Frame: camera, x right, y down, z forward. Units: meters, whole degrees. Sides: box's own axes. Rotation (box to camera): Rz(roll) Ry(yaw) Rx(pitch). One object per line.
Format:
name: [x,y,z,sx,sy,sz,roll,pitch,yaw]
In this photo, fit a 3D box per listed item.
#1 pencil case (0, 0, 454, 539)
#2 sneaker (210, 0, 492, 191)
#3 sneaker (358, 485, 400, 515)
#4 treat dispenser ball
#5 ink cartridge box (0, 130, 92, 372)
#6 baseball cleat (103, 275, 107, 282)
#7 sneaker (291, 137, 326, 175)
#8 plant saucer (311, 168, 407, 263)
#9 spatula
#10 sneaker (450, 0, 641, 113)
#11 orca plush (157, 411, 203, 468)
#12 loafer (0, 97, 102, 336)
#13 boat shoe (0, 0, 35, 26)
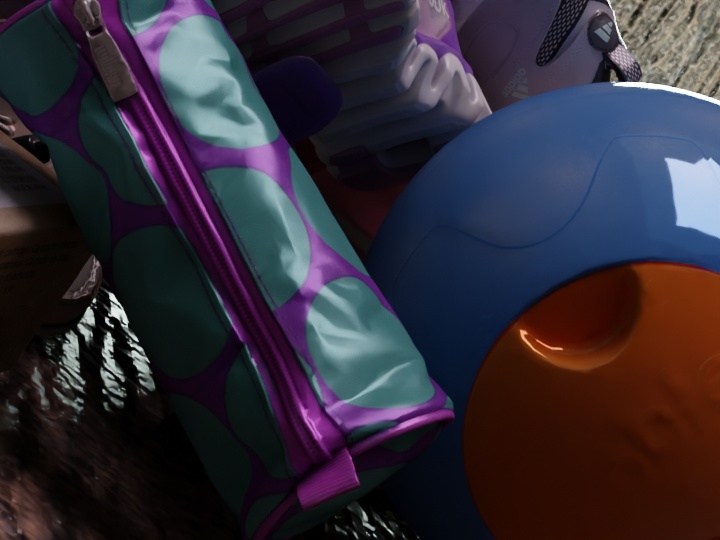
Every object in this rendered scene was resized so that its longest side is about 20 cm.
pencil case: [-0.050,-0.011,0.899,0.200,0.085,0.092,59,1,8]
sneaker: [-0.010,-0.104,1.009,0.200,0.080,0.089,48,31,-63]
sneaker: [0.021,0.077,1.108,0.200,0.075,0.085,30,16,2]
treat dispenser ball: [0.095,0.031,1.009,0.201,0.201,0.201,34,11,-7]
ink cartridge box: [-0.192,-0.034,0.890,0.165,0.075,0.200,39,12,9]
baseball cleat: [-0.139,-0.034,1.128,0.200,0.070,0.107,30,25,-5]
sneaker: [-0.095,-0.105,1.111,0.200,0.082,0.078,52,-12,23]
plant saucer: [0.000,0.000,1.194,0.200,0.051,0.201,34,-28,21]
spatula: [-0.102,-0.042,0.994,0.057,0.199,0.021,42,41,-61]
sneaker: [0.042,-0.078,1.146,0.140,0.078,0.200,59,-30,-7]
orca plush: [-0.043,0.017,1.032,0.071,0.106,0.200,-3,12,-25]
loafer: [-0.136,-0.075,1.061,0.072,0.063,0.201,5,57,-38]
boat shoe: [-0.167,-0.089,1.023,0.199,0.063,0.073,4,5,38]
